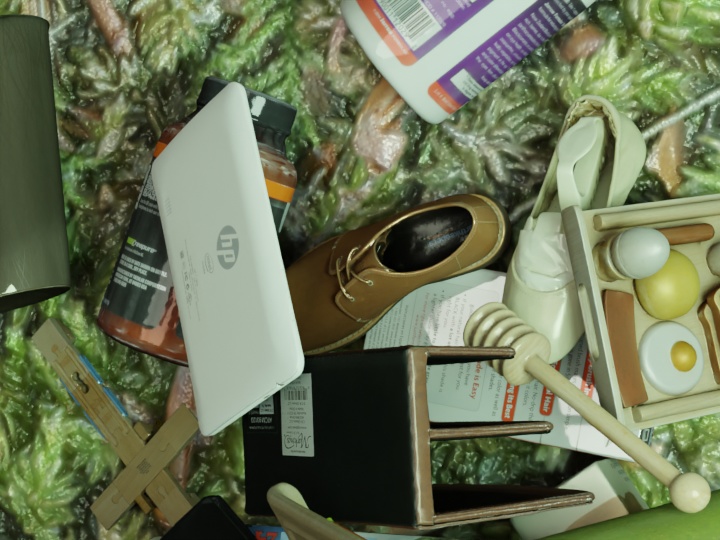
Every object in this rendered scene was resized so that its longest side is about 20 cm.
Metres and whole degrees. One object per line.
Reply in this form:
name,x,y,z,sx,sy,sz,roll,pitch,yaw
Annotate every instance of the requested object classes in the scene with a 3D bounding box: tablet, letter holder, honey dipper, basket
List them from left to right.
basket,-0.297,-0.069,1.199,0.180,0.136,0.200,-15,85,11
tablet,-0.090,-0.006,1.028,0.130,0.014,0.200,-37,61,49
letter holder,0.035,0.100,0.994,0.200,0.142,0.101,-10,82,58
honey dipper,0.135,0.081,0.948,0.200,0.038,0.038,39,99,43

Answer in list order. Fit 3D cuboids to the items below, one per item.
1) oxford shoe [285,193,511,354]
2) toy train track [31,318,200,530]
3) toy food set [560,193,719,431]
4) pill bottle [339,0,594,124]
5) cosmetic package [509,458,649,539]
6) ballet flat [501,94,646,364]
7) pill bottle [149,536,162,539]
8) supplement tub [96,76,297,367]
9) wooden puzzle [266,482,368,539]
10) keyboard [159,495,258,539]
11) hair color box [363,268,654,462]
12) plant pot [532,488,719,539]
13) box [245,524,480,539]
oxford shoe,0.000,0.000,1.069,0.200,0.071,0.071,-29,78,17
toy train track,-0.178,0.115,1.202,0.115,0.033,0.200,-47,69,17
toy food set,0.223,0.019,1.014,0.060,0.200,0.144,-22,77,60
pill bottle,0.094,-0.202,1.093,0.200,0.111,0.111,-37,77,11
cosmetic package,0.187,0.224,1.040,0.071,0.105,0.200,-36,78,10
ballet flat,0.135,-0.034,1.050,0.069,0.069,0.200,12,59,18
pill bottle,-0.068,0.257,1.112,0.200,0.112,0.112,18,92,17
supplement tub,-0.110,-0.035,1.148,0.107,0.107,0.200,21,93,18
wooden puzzle,0.030,0.210,0.870,0.037,0.200,0.185,-32,108,-15
keyboard,-0.072,0.236,0.988,0.104,0.040,0.200,-42,49,-4
hair color box,0.106,0.059,1.097,0.200,0.064,0.111,10,89,20
plant pot,0.161,0.214,0.906,0.190,0.200,0.200,-21,79,-16
box,0.002,0.238,1.024,0.200,0.038,0.137,2,69,11
